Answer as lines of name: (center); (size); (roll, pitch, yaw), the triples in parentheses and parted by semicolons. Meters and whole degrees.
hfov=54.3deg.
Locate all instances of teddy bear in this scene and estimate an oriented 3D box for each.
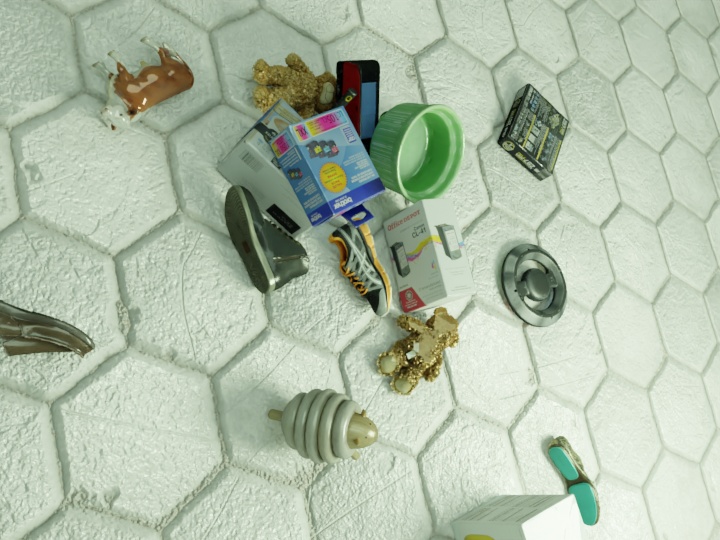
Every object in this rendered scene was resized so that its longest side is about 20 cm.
teddy bear: (0.113, 0.159, 1.407); (0.145, 0.067, 0.201); (35, 65, -9)
teddy bear: (-0.124, -0.357, 1.392); (0.199, 0.067, 0.146); (20, 67, -28)

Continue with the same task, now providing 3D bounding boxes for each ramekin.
ramekin: (0.111, -0.242, 1.419); (0.199, 0.097, 0.201); (-22, 123, -37)

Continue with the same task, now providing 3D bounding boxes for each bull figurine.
bull figurine: (-0.384, -0.327, 1.220); (0.200, 0.065, 0.122); (-39, 106, -37)

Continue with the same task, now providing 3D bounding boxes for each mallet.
mallet: (-0.065, -0.275, 1.340); (0.066, 0.200, 0.041); (28, 47, -35)

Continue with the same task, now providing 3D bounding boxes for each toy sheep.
toy sheep: (-0.066, 0.264, 1.192); (0.138, 0.199, 0.139); (2, 90, -72)

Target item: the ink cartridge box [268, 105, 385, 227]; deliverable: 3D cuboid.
ink cartridge box: (-0.049, -0.167, 1.224); (0.136, 0.076, 0.201); (-30, 96, -37)

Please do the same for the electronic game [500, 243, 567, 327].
electronic game: (0.408, 0.034, 1.645); (0.199, 0.042, 0.201); (10, 71, -29)

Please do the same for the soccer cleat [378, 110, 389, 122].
soccer cleat: (0.108, -0.295, 1.528); (0.200, 0.067, 0.081); (32, 49, -41)

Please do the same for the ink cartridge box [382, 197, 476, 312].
ink cartridge box: (0.136, -0.028, 1.421); (0.085, 0.147, 0.201); (-8, 79, -35)

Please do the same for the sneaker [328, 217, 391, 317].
sneaker: (0.000, 0.000, 1.375); (0.077, 0.078, 0.201); (-20, 83, -23)

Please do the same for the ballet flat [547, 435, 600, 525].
ballet flat: (0.481, 0.456, 1.550); (0.075, 0.068, 0.201); (-24, 86, -52)

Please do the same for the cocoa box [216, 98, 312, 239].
cocoa box: (-0.134, -0.185, 1.300); (0.200, 0.133, 0.132); (43, 56, -15)

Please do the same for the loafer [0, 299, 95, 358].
loafer: (-0.492, 0.094, 1.025); (0.199, 0.073, 0.071); (23, 74, -20)

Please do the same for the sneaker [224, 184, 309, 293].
sneaker: (-0.172, -0.067, 1.284); (0.106, 0.075, 0.201); (-25, 98, -41)

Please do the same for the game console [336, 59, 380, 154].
game console: (0.013, -0.308, 1.387); (0.172, 0.118, 0.201); (-19, 118, -44)

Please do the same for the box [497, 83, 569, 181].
box: (0.443, -0.353, 1.787); (0.161, 0.049, 0.201); (35, 59, -18)

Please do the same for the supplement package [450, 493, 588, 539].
supplement package: (0.306, 0.521, 1.324); (0.150, 0.200, 0.153); (-13, 82, -35)
